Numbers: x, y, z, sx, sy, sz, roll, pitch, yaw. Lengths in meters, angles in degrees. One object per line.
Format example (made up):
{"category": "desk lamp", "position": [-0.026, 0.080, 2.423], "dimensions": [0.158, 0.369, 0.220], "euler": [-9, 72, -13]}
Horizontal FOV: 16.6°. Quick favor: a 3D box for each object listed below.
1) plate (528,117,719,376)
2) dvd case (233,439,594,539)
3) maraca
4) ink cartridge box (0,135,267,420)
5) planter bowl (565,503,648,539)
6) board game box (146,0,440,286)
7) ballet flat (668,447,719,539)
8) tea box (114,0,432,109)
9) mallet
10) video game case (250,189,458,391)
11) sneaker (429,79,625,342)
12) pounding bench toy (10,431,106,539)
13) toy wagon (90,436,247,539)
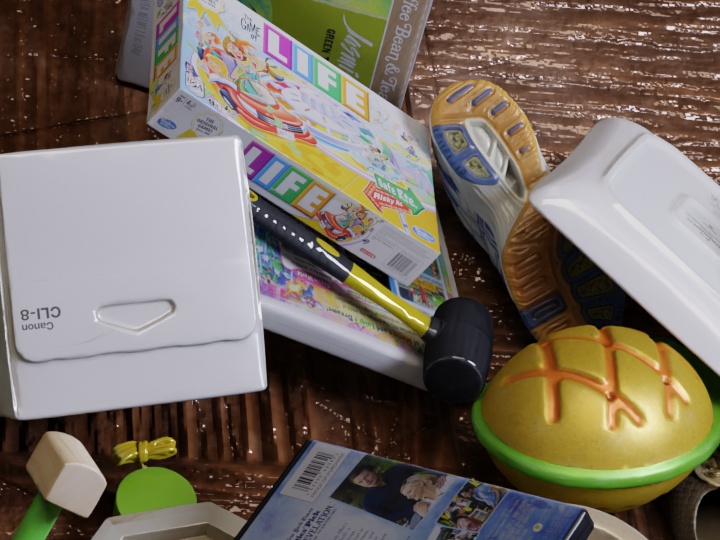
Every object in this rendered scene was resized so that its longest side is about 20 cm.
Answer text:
{"category": "plate", "position": [0.212, -0.016, 1.563], "dimensions": [0.199, 0.032, 0.200], "euler": [42, 26, 3]}
{"category": "dvd case", "position": [0.009, 0.164, 1.311], "dimensions": [0.200, 0.018, 0.143], "euler": [11, 53, 40]}
{"category": "maraca", "position": [0.160, 0.085, 1.493], "dimensions": [0.199, 0.107, 0.137], "euler": [-13, 36, -31]}
{"category": "ink cartridge box", "position": [-0.153, 0.004, 1.398], "dimensions": [0.145, 0.200, 0.145], "euler": [-6, 92, -20]}
{"category": "planter bowl", "position": [0.104, 0.212, 1.352], "dimensions": [0.199, 0.135, 0.201], "euler": [7, 49, -8]}
{"category": "board game box", "position": [-0.040, -0.089, 1.519], "dimensions": [0.200, 0.034, 0.135], "euler": [32, 31, -25]}
{"category": "ballet flat", "position": [0.225, 0.182, 1.466], "dimensions": [0.067, 0.046, 0.200], "euler": [6, 49, -10]}
{"category": "tea box", "position": [-0.044, -0.212, 1.636], "dimensions": [0.196, 0.200, 0.134], "euler": [14, 48, 0]}
{"category": "mallet", "position": [0.000, 0.000, 1.485], "dimensions": [0.200, 0.041, 0.066], "euler": [39, 33, -9]}
{"category": "video game case", "position": [-0.019, -0.020, 1.535], "dimensions": [0.200, 0.024, 0.182], "euler": [23, 40, -36]}
{"category": "sneaker", "position": [0.109, -0.029, 1.602], "dimensions": [0.075, 0.088, 0.201], "euler": [-24, 82, -8]}
{"category": "pounding bench toy", "position": [-0.237, 0.166, 1.287], "dimensions": [0.199, 0.157, 0.124], "euler": [1, 18, -13]}
{"category": "toy wagon", "position": [-0.098, 0.184, 1.391], "dimensions": [0.155, 0.040, 0.200], "euler": [-7, 51, -20]}
